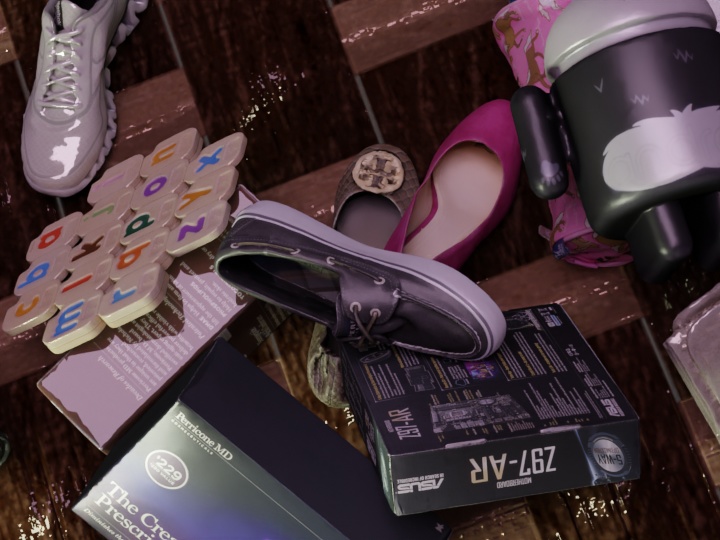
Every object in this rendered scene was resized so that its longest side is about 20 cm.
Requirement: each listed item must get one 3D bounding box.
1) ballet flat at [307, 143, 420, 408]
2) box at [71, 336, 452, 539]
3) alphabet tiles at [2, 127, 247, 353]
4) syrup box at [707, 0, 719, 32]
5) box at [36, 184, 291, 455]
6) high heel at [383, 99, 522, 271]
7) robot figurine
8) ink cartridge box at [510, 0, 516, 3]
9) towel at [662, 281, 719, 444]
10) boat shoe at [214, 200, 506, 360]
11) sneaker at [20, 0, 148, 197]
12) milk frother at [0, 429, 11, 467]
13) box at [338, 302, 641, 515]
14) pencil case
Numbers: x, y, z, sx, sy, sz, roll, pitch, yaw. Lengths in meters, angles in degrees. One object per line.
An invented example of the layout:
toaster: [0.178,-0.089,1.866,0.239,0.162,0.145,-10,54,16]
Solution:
ballet flat: [0.000,0.000,1.532,0.067,0.046,0.200,11,74,13]
box: [-0.064,0.162,1.397,0.200,0.079,0.141,40,125,-6]
alphabet tiles: [-0.164,-0.023,1.515,0.196,0.015,0.200,-25,32,24]
syrup box: [0.262,-0.100,1.500,0.079,0.081,0.200,-29,69,-2]
box: [-0.124,0.042,1.509,0.200,0.100,0.075,-43,76,-5]
high heel: [0.066,-0.054,1.499,0.067,0.096,0.200,31,67,8]
robot figurine: [0.193,-0.095,1.411,0.125,0.150,0.200,-28,71,39]
ink cartridge box: [0.191,-0.263,1.541,0.200,0.116,0.067,-17,68,4]
towel: [0.308,0.039,1.436,0.200,0.034,0.133,-32,111,-3]
boat shoe: [-0.005,0.018,1.407,0.200,0.070,0.066,26,47,13]
sneaker: [-0.217,-0.154,1.606,0.075,0.081,0.200,8,75,11]
milk frother: [-0.374,0.074,1.495,0.180,0.200,0.188,-31,69,3]
box: [0.079,0.086,1.403,0.160,0.200,0.044,-9,112,-8]
pencil case: [0.153,-0.103,1.520,0.086,0.083,0.200,-13,70,5]
